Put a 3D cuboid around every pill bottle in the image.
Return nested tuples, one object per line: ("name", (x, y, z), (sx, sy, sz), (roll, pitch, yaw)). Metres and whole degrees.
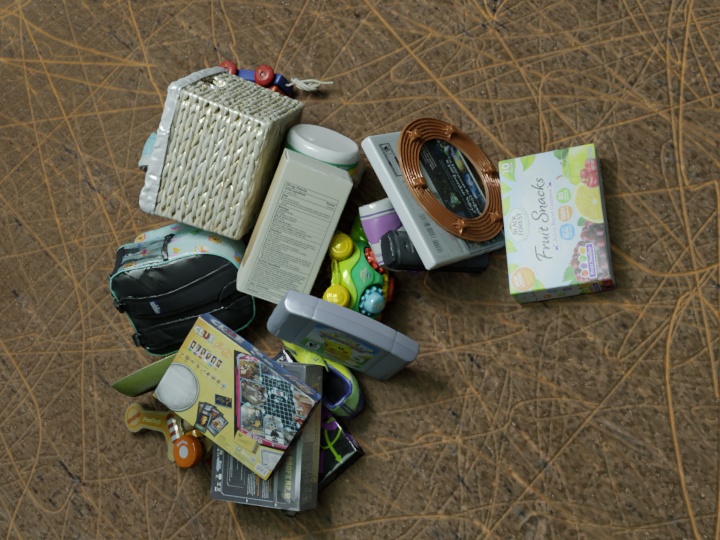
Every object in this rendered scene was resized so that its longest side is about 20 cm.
("pill bottle", (-0.079, -0.103, 1.659), (0.112, 0.112, 0.202), (31, 115, 27))

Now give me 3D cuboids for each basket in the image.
("basket", (-0.200, -0.171, 1.647), (0.159, 0.198, 0.202), (22, 111, 7))

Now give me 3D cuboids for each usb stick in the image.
("usb stick", (0.106, -0.025, 1.555), (0.032, 0.199, 0.056), (-17, 77, 45))

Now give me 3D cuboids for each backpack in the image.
("backpack", (-0.253, 0.017, 1.685), (0.198, 0.177, 0.154), (-12, 34, 14))

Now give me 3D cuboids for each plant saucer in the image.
("plant saucer", (-0.268, 0.143, 1.649), (0.198, 0.200, 0.031), (-25, 86, 12))

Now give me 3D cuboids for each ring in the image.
("ring", (0.134, -0.133, 1.581), (0.019, 0.199, 0.202), (-36, 60, 41))

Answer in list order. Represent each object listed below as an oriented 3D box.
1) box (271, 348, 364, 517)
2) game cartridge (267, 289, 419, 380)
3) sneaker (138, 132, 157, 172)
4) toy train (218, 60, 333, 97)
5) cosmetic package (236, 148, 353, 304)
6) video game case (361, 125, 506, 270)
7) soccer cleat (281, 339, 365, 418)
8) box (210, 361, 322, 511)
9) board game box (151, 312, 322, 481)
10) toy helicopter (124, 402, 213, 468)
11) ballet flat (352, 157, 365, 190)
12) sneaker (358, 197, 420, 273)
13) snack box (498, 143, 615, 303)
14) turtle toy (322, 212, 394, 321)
("box", (-0.106, 0.234, 1.636), (0.143, 0.036, 0.200), (-42, 62, 4))
("game cartridge", (-0.024, 0.091, 1.548), (0.198, 0.133, 0.041), (23, 63, -9))
("sneaker", (-0.272, -0.199, 1.822), (0.198, 0.074, 0.083), (4, 77, 22))
("toy train", (-0.146, -0.259, 1.789), (0.198, 0.085, 0.117), (11, 81, 24))
("cosmetic package", (-0.094, -0.056, 1.567), (0.104, 0.071, 0.202), (20, 106, -13))
("video game case", (0.106, -0.106, 1.568), (0.023, 0.181, 0.201), (-37, 76, 40))
("soccer cleat", (-0.062, 0.128, 1.625), (0.065, 0.084, 0.201), (-40, 63, 5))
("box", (-0.133, 0.229, 1.582), (0.157, 0.048, 0.203), (0, 86, 30))
("board game box", (-0.168, 0.171, 1.523), (0.199, 0.035, 0.136), (35, 103, 8))
("toy helicopter", (-0.283, 0.219, 1.687), (0.198, 0.079, 0.134), (2, 87, 37))
("ballet flat", (-0.078, -0.180, 1.753), (0.198, 0.068, 0.068), (24, 64, 21))
("sneaker", (0.077, -0.057, 1.605), (0.072, 0.200, 0.115), (-13, 97, 44))
("snack box", (0.274, -0.065, 1.574), (0.141, 0.053, 0.202), (-10, 69, 20))
("turtle toy", (0.000, 0.000, 1.624), (0.100, 0.146, 0.202), (5, 74, -1))
